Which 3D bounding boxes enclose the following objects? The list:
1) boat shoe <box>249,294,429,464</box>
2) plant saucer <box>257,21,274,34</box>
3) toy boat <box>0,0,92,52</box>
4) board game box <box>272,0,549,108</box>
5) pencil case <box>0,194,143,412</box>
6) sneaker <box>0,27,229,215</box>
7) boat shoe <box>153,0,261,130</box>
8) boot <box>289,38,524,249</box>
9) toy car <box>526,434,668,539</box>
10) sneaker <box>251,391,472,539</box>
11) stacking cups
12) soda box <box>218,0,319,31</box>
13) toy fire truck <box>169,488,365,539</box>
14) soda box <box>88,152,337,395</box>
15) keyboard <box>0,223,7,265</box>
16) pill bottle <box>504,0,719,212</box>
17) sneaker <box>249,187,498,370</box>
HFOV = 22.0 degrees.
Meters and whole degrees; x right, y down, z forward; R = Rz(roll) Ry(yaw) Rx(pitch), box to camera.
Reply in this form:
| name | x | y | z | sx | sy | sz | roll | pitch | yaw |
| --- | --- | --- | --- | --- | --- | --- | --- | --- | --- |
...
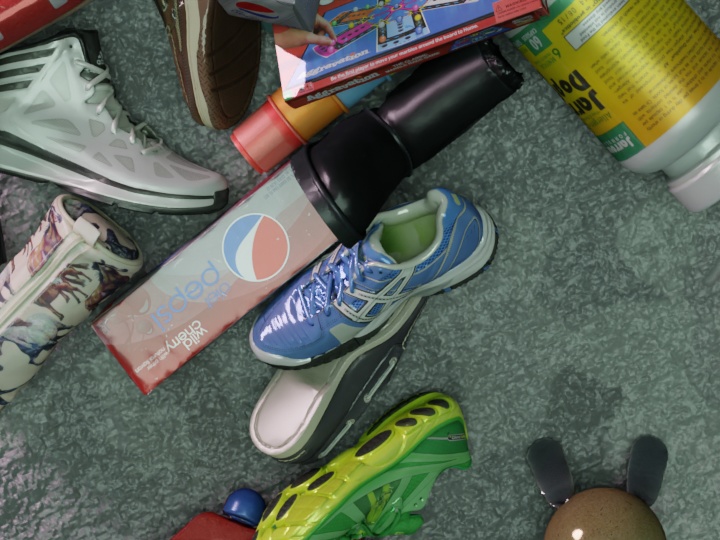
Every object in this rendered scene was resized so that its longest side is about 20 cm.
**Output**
| name | x | y | z | sx | sy | sz | roll | pitch | yaw |
| --- | --- | --- | --- | --- | --- | --- | --- | --- | --- |
| boat shoe | -0.005 | 0.061 | 1.396 | 0.072 | 0.063 | 0.201 | 35 | 87 | 36 |
| plant saucer | -0.007 | -0.258 | 1.362 | 0.069 | 0.019 | 0.201 | 25 | 98 | -3 |
| toy boat | -0.263 | -0.234 | 1.297 | 0.199 | 0.131 | 0.131 | -29 | 82 | 4 |
| board game box | 0.029 | -0.193 | 1.302 | 0.198 | 0.019 | 0.104 | -18 | 67 | 20 |
| pencil case | -0.245 | 0.031 | 1.347 | 0.078 | 0.089 | 0.200 | 44 | 106 | -3 |
| sneaker | -0.184 | -0.112 | 1.351 | 0.198 | 0.076 | 0.117 | 15 | 99 | 0 |
| boat shoe | -0.121 | -0.206 | 1.352 | 0.074 | 0.074 | 0.205 | 8 | 106 | 33 |
| boot | 0.038 | -0.100 | 1.299 | 0.162 | 0.198 | 0.074 | -34 | 100 | 11 |
| toy car | 0.182 | 0.224 | 1.394 | 0.162 | 0.158 | 0.202 | -1 | 69 | -4 |
| sneaker | 0.006 | 0.173 | 1.375 | 0.199 | 0.074 | 0.084 | -35 | 107 | -16 |
| stacking cups | -0.008 | -0.148 | 1.354 | 0.199 | 0.061 | 0.061 | -38 | 97 | 8 |
| soda box | -0.047 | -0.277 | 1.304 | 0.068 | 0.063 | 0.202 | 13 | 82 | 12 |
| toy fire truck | -0.076 | 0.260 | 1.400 | 0.198 | 0.112 | 0.169 | 22 | 71 | -2 |
| soda box | -0.101 | 0.001 | 1.374 | 0.199 | 0.063 | 0.070 | -38 | 96 | 5 |
| keyboard | -0.324 | -0.092 | 1.342 | 0.126 | 0.021 | 0.202 | 7 | 123 | 16 |
| pill bottle | 0.202 | -0.143 | 1.332 | 0.113 | 0.113 | 0.200 | -43 | 97 | 5 |
| sneaker | 0.000 | 0.000 | 1.337 | 0.199 | 0.077 | 0.076 | -33 | 59 | 8 |
